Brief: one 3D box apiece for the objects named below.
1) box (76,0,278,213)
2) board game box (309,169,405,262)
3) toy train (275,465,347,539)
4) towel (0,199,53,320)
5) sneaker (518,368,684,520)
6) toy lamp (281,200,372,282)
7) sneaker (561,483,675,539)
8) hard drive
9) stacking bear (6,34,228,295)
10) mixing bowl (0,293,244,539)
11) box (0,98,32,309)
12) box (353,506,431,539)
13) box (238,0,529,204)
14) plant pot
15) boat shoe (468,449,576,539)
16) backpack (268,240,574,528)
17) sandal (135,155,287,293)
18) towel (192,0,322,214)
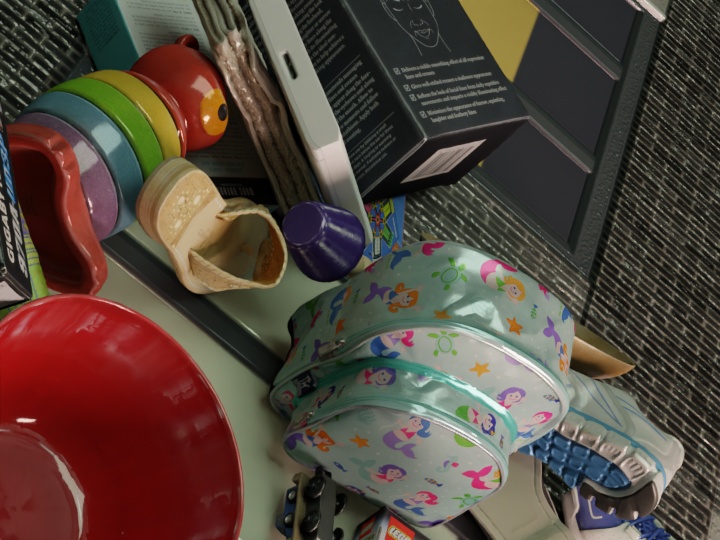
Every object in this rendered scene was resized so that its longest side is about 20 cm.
[{"bbox_3d":[-0.138,-0.120,1.436,0.082,0.049,0.201,-1,60,-45],"label":"box"},{"bbox_3d":[-0.007,-0.079,1.558,0.103,0.019,0.201,29,42,-24],"label":"board game box"},{"bbox_3d":[-0.041,0.216,1.261,0.034,0.046,0.201,40,40,-32],"label":"toy train"},{"bbox_3d":[-0.278,-0.036,1.174,0.023,0.143,0.201,60,6,-68],"label":"towel"},{"bbox_3d":[0.155,0.105,1.438,0.200,0.075,0.087,37,39,19],"label":"sneaker"},{"bbox_3d":[0.000,0.000,1.410,0.200,0.058,0.058,42,28,-59],"label":"toy lamp"},{"bbox_3d":[0.247,0.237,1.474,0.080,0.115,0.200,-4,62,-47],"label":"sneaker"},{"bbox_3d":[-0.035,-0.107,1.391,0.200,0.027,0.133,70,-3,-70],"label":"hard drive"},{"bbox_3d":[-0.165,-0.088,1.305,0.200,0.113,0.122,-41,130,-41],"label":"stacking bear"},{"bbox_3d":[-0.179,0.125,1.136,0.200,0.108,0.201,25,52,-36],"label":"mixing bowl"},{"bbox_3d":[-0.288,-0.054,1.141,0.046,0.158,0.201,59,16,-64],"label":"box"},{"bbox_3d":[0.071,0.266,1.339,0.200,0.035,0.110,38,39,-16],"label":"box"},{"bbox_3d":[0.015,-0.168,1.552,0.148,0.107,0.201,-15,71,-49],"label":"box"},{"bbox_3d":[0.126,0.033,1.520,0.199,0.028,0.200,31,5,-3],"label":"plant pot"},{"bbox_3d":[0.114,0.186,1.443,0.072,0.063,0.201,-20,57,-15],"label":"boat shoe"},{"bbox_3d":[0.048,0.076,1.338,0.177,0.200,0.151,32,44,-23],"label":"backpack"},{"bbox_3d":[-0.086,-0.012,1.313,0.069,0.078,0.212,33,-4,20],"label":"sandal"},{"bbox_3d":[-0.076,-0.130,1.415,0.133,0.034,0.201,-112,180,-46],"label":"towel"}]
